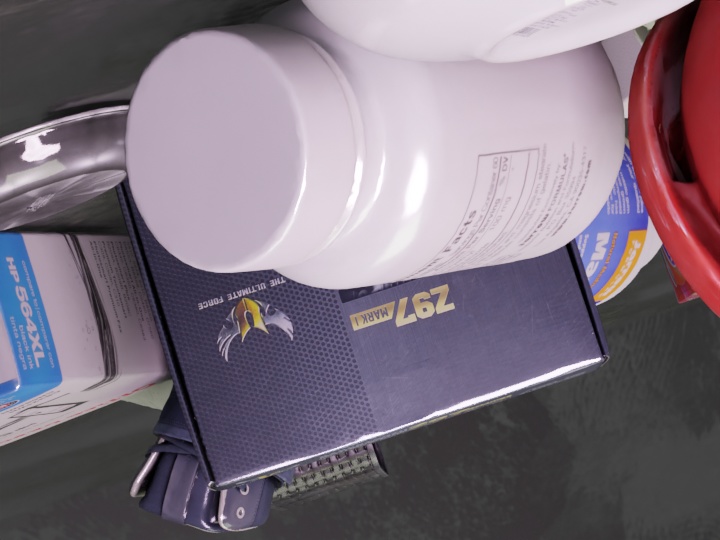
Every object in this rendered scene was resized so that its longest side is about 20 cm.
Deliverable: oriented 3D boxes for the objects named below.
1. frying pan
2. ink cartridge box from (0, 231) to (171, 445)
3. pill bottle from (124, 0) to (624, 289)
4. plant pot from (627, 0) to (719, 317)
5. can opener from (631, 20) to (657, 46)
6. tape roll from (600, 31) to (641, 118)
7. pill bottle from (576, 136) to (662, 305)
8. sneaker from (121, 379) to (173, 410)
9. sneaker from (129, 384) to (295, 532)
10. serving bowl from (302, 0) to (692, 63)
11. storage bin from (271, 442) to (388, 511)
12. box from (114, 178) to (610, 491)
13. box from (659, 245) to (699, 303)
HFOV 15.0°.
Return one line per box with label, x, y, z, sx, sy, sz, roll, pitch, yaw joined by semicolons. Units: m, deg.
frying pan;-0.165;-0.036;1.137;0.190;0.031;0.115;-15;172;-46
ink cartridge box;-0.198;0.041;1.403;0.145;0.085;0.200;-21;172;20
pill bottle;0.006;-0.052;1.067;0.114;0.115;0.200;-23;171;37
plant pot;0.211;-0.065;1.035;0.200;0.201;0.182;-12;161;-40
can opener;0.195;-0.145;1.164;0.199;0.054;0.067;-17;-155;-12
tape roll;0.217;-0.126;1.363;0.202;0.037;0.203;-18;172;-2
pill bottle;0.093;-0.030;1.476;0.112;0.113;0.200;-22;172;29
sneaker;-0.134;0.048;1.555;0.080;0.077;0.200;-7;-176;-22
sneaker;-0.077;0.052;1.393;0.077;0.147;0.202;19;165;28
serving bowl;0.071;-0.116;0.936;0.199;0.066;0.200;-17;173;-2
storage bin;-0.045;0.103;2.071;0.093;0.136;0.200;-18;173;0
box;0.000;0.000;1.287;0.199;0.159;0.051;-17;174;-1
box;0.300;-0.057;1.852;0.199;0.100;0.095;-17;173;-12
